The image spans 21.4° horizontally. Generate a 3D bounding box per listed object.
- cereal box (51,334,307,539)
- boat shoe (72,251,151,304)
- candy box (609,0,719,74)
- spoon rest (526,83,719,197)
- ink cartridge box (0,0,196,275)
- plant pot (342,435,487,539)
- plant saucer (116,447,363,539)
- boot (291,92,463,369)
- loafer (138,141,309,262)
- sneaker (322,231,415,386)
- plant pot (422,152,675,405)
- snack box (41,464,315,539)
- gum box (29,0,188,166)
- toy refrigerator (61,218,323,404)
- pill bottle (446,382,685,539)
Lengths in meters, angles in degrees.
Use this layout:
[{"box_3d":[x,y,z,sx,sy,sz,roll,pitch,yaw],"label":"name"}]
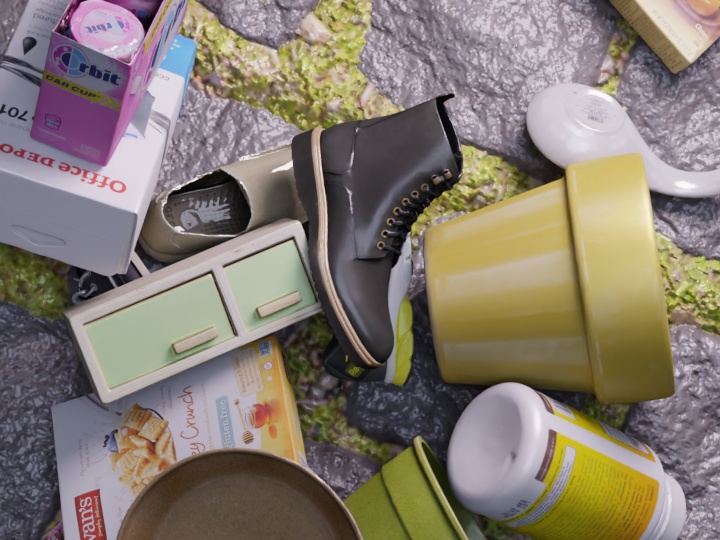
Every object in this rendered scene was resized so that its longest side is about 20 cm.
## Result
[{"box_3d":[-0.145,0.146,1.520,0.199,0.040,0.145,-18,55,8],"label":"cereal box"},{"box_3d":[-0.206,0.012,1.573,0.063,0.073,0.200,-41,96,-11],"label":"boat shoe"},{"box_3d":[0.256,-0.286,1.666,0.115,0.055,0.200,-42,90,-9],"label":"candy box"},{"box_3d":[0.236,-0.105,1.643,0.198,0.061,0.100,16,48,-3],"label":"spoon rest"},{"box_3d":[-0.227,-0.113,1.530,0.145,0.086,0.201,17,48,-6],"label":"ink cartridge box"},{"box_3d":[0.015,0.268,1.529,0.192,0.200,0.201,-30,89,2],"label":"plant pot"},{"box_3d":[-0.088,0.230,1.445,0.198,0.035,0.202,1,96,8],"label":"plant saucer"},{"box_3d":[0.030,-0.035,1.511,0.137,0.077,0.202,-18,80,18],"label":"boot"},{"box_3d":[-0.089,-0.058,1.592,0.199,0.068,0.076,-22,88,-12],"label":"loafer"},{"box_3d":[0.000,0.000,1.588,0.084,0.074,0.202,-5,94,-6],"label":"sneaker"},{"box_3d":[0.153,0.016,1.568,0.187,0.201,0.203,-8,86,8],"label":"plant pot"},{"box_3d":[-0.140,0.203,1.540,0.200,0.053,0.142,-42,57,-9],"label":"snack box"},{"box_3d":[-0.183,-0.193,1.477,0.066,0.114,0.201,21,48,-2],"label":"gum box"},{"box_3d":[-0.130,0.031,1.523,0.199,0.070,0.076,-23,99,-12],"label":"toy refrigerator"},{"box_3d":[0.173,0.173,1.560,0.199,0.109,0.110,26,81,-33],"label":"pill bottle"}]
